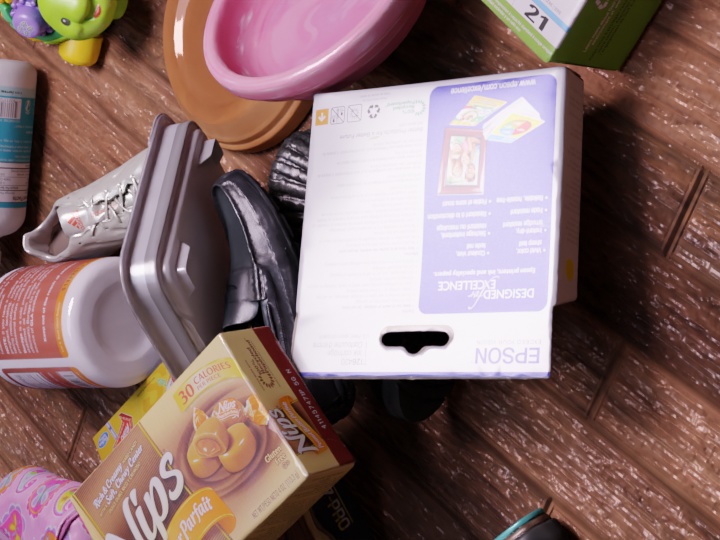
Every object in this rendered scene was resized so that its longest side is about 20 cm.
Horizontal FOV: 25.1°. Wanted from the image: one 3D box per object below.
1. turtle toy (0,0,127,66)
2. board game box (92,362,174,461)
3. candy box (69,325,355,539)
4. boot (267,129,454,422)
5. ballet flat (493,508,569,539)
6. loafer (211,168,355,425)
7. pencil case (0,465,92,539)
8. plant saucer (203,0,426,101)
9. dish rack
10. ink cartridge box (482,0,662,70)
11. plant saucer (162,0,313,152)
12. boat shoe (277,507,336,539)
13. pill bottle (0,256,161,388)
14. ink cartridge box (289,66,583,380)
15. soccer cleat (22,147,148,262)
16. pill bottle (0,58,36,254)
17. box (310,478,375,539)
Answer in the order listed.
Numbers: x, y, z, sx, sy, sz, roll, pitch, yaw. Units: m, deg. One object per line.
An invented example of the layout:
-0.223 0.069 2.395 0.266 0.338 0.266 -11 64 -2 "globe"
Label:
-0.273 -0.261 1.450 0.200 0.101 0.146 32 112 42 "turtle toy"
-0.143 0.146 1.357 0.200 0.034 0.135 -46 59 36 "board game box"
-0.105 0.144 1.097 0.200 0.055 0.116 -47 66 32 "candy box"
0.002 0.000 1.172 0.157 0.079 0.212 1 80 39 "boot"
0.071 0.235 1.112 0.200 0.068 0.069 -39 75 39 "ballet flat"
-0.069 0.023 1.163 0.068 0.070 0.201 125 124 -71 "loafer"
-0.263 0.226 1.421 0.200 0.087 0.088 3 92 60 "pencil case"
-0.023 -0.198 1.174 0.200 0.051 0.201 -24 44 26 "plant saucer"
-0.116 -0.007 1.218 0.043 0.172 0.201 -10 42 16 "dish rack"
0.148 -0.252 1.027 0.148 0.076 0.200 50 125 34 "ink cartridge box"
-0.100 -0.197 1.315 0.200 0.037 0.201 0 90 47 "plant saucer"
-0.076 0.180 1.153 0.072 0.068 0.201 -34 89 41 "boat shoe"
-0.266 0.048 1.431 0.199 0.112 0.113 -4 86 46 "pill bottle"
0.050 -0.026 1.064 0.197 0.047 0.201 -2 80 32 "ink cartridge box"
-0.218 -0.052 1.407 0.200 0.077 0.070 -32 67 41 "soccer cleat"
-0.372 -0.104 1.545 0.111 0.110 0.201 12 98 46 "pill bottle"
-0.087 0.195 1.247 0.200 0.049 0.162 -25 93 43 "box"
